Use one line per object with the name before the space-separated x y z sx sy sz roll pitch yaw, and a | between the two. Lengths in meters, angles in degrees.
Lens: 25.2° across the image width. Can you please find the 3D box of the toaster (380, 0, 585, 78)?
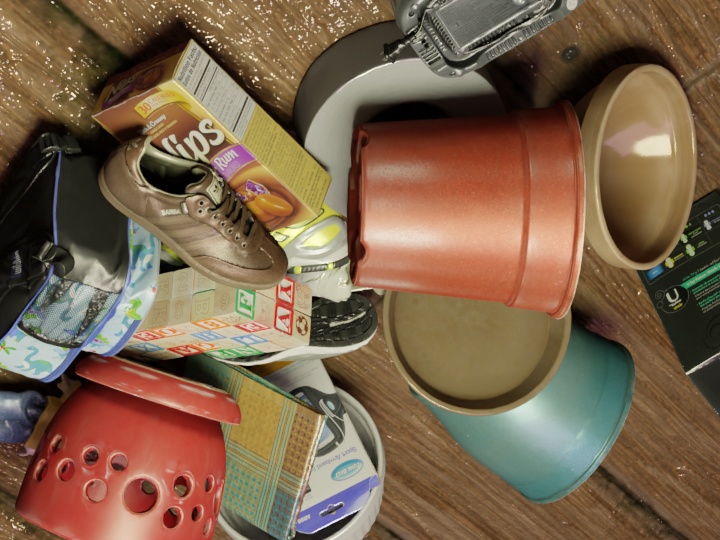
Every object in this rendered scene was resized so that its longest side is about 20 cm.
toaster | 0.097 -0.261 1.404 0.199 0.130 0.114 -31 132 13

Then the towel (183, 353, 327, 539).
towel | -0.124 0.180 1.690 0.022 0.199 0.147 3 106 -51

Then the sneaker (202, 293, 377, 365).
sneaker | -0.082 0.069 1.706 0.199 0.074 0.079 -2 162 -4

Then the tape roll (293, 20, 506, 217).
tape roll | 0.037 -0.139 1.546 0.199 0.066 0.201 -8 134 -9

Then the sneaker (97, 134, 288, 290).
sneaker | -0.141 -0.051 1.463 0.199 0.071 0.075 30 140 -19

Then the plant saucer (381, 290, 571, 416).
plant saucer | 0.117 0.048 1.643 0.199 0.201 0.029 -5 176 -11

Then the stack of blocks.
stack of blocks | -0.161 0.046 1.603 0.199 0.059 0.115 -11 156 34

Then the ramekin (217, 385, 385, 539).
ramekin | -0.067 0.230 1.775 0.199 0.201 0.105 -17 152 1

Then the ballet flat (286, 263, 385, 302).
ballet flat | 0.000 0.000 1.666 0.199 0.070 0.070 -6 134 -9

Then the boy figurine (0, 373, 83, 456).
boy figurine | -0.321 0.158 1.727 0.199 0.065 0.125 10 129 -24

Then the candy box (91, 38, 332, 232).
candy box | -0.135 -0.114 1.482 0.116 0.057 0.200 -17 131 40

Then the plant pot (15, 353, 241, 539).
plant pot | -0.229 0.188 1.631 0.200 0.200 0.184 19 84 -30

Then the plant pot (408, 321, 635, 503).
plant pot | 0.162 0.120 1.749 0.187 0.200 0.200 32 119 -18

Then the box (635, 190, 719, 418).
box | 0.392 0.046 1.721 0.124 0.201 0.149 -32 132 13

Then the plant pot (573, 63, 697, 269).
plant pot | 0.246 -0.104 1.589 0.092 0.202 0.201 6 148 38

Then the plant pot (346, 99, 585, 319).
plant pot | 0.089 -0.058 1.470 0.194 0.201 0.202 1 132 -6

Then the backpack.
backpack | -0.280 0.004 1.512 0.146 0.184 0.200 22 130 -31

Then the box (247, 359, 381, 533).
box | -0.063 0.185 1.717 0.119 0.201 0.042 -26 154 -3

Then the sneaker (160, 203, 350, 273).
sneaker | -0.109 -0.033 1.615 0.199 0.075 0.077 -6 97 1
